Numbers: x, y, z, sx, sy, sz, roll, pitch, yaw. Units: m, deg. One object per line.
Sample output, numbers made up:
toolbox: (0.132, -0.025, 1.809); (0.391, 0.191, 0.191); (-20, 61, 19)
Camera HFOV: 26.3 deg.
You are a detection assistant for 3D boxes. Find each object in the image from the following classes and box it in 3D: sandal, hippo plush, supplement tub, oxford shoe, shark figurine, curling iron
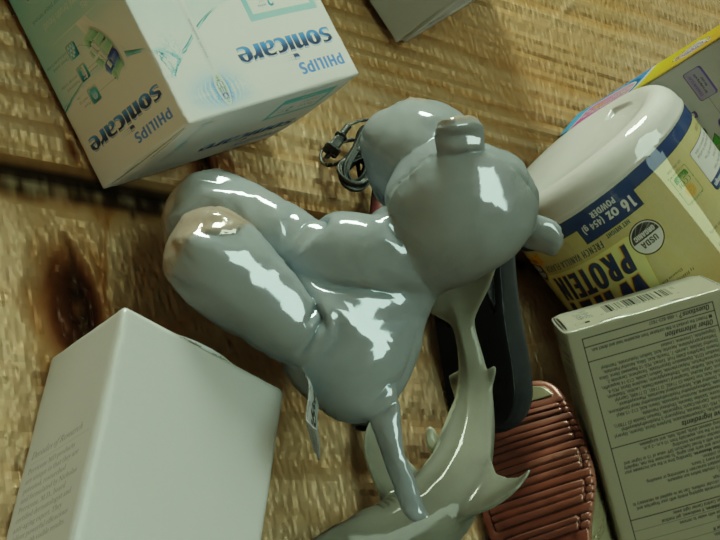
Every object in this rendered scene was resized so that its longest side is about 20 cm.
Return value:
sandal: (0.059, -0.002, 0.937); (0.043, 0.076, 0.202); (4, 65, -43)
hippo plush: (0.003, -0.020, 0.780); (0.159, 0.161, 0.200); (38, 12, -32)
supplement tub: (0.205, -0.006, 1.032); (0.200, 0.144, 0.145); (50, 42, -9)
oxford shoe: (0.120, 0.166, 0.923); (0.074, 0.070, 0.202); (42, 37, -57)
shark figurine: (0.060, 0.096, 0.858); (0.128, 0.089, 0.216); (39, 57, -27)
curling iron: (0.000, 0.000, 0.919); (0.049, 0.026, 0.202); (7, 65, -18)

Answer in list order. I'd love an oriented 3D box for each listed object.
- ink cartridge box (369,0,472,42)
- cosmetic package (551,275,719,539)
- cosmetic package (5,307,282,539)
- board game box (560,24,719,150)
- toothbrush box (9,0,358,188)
ink cartridge box: (0.032, -0.279, 1.064); (0.201, 0.083, 0.145); (56, 41, -4)
cosmetic package: (0.192, 0.114, 0.936); (0.073, 0.103, 0.202); (-90, 165, -84)
cosmetic package: (-0.105, 0.131, 0.703); (0.101, 0.074, 0.201); (32, 46, -28)
board game box: (0.263, -0.089, 1.097); (0.153, 0.199, 0.040); (53, 41, -8)
toothbrush box: (-0.114, -0.164, 0.854); (0.146, 0.085, 0.201); (-22, 85, -49)
